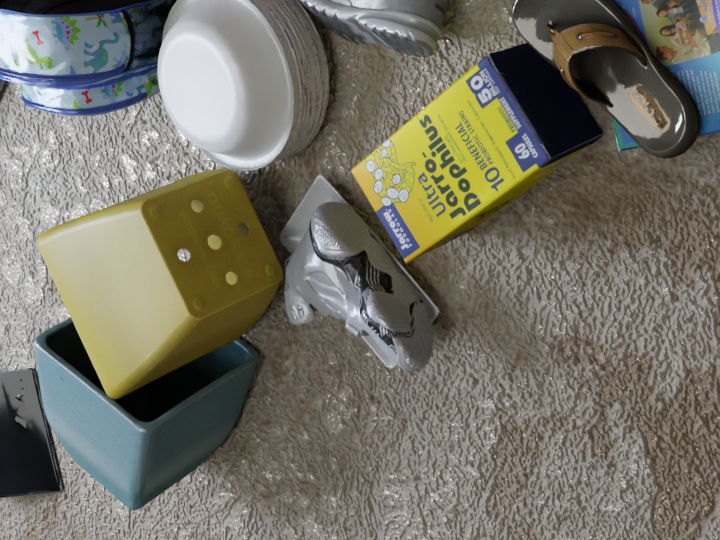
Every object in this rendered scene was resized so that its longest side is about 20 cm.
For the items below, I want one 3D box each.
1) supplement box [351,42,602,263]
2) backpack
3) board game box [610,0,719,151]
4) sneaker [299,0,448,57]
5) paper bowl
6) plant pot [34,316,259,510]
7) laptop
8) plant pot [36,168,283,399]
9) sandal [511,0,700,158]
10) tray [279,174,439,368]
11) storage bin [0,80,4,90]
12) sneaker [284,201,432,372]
[{"bbox_3d":[0.106,-0.111,1.189,0.199,0.109,0.110,-37,82,41],"label":"supplement box"},{"bbox_3d":[-0.319,-0.253,1.415,0.181,0.199,0.149,15,115,32],"label":"backpack"},{"bbox_3d":[0.293,-0.193,1.053,0.198,0.045,0.154,-7,102,40],"label":"board game box"},{"bbox_3d":[0.012,-0.270,1.249,0.198,0.075,0.083,25,85,35],"label":"sneaker"},{"bbox_3d":[-0.137,-0.205,1.343,0.199,0.104,0.204,20,123,33],"label":"paper bowl"},{"bbox_3d":[-0.265,0.167,1.539,0.195,0.195,0.202,33,132,24],"label":"plant pot"},{"bbox_3d":[-0.537,0.231,1.888,0.199,0.114,0.190,17,119,65],"label":"laptop"},{"bbox_3d":[-0.203,-0.004,1.395,0.176,0.199,0.202,-27,89,50],"label":"plant pot"},{"bbox_3d":[0.201,-0.171,1.071,0.201,0.054,0.082,52,131,13],"label":"sandal"},{"bbox_3d":[0.000,0.000,1.371,0.200,0.022,0.108,49,128,14],"label":"tray"},{"bbox_3d":[-0.574,-0.250,1.656,0.146,0.134,0.200,50,128,12],"label":"storage bin"},{"bbox_3d":[-0.008,0.037,1.330,0.201,0.075,0.115,56,131,15],"label":"sneaker"}]
